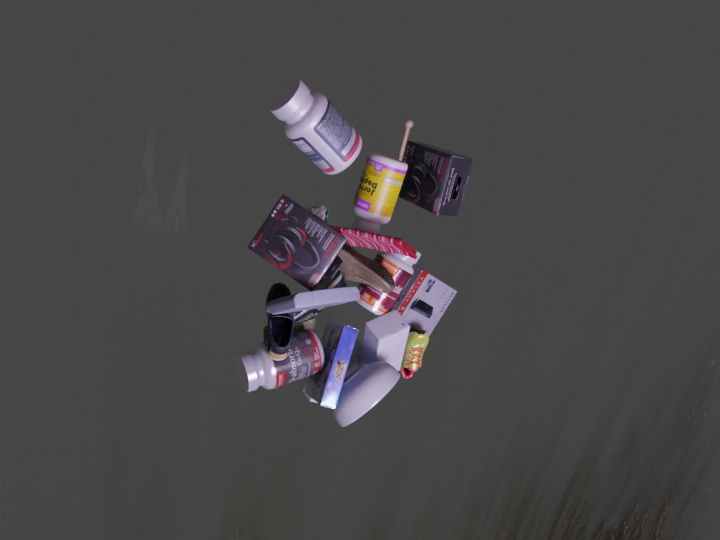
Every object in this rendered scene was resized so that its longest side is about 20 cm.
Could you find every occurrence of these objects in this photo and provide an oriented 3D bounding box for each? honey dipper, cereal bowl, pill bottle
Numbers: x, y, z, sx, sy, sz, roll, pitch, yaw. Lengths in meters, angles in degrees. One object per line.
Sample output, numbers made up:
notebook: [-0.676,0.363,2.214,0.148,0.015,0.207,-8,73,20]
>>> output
honey dipper: [0.101,-0.287,1.363,0.038,0.038,0.201,5,108,-35]
cereal bowl: [0.001,0.298,1.350,0.200,0.200,0.083,-39,87,-12]
pill bottle: [-0.099,-0.315,1.160,0.120,0.119,0.200,-51,130,-2]
pill bottle: [0.040,-0.186,1.327,0.104,0.104,0.201,7,108,-36]
pill bottle: [-0.199,0.225,1.313,0.199,0.116,0.117,-14,120,-29]
pill bottle: [0.074,0.016,1.442,0.114,0.114,0.201,28,95,-39]

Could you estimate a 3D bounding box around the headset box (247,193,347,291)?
headset box: [-0.134,-0.058,1.228,0.199,0.075,0.149,35,92,-3]

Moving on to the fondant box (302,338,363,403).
fondant box: [-0.057,0.289,1.526,0.144,0.058,0.201,24,98,-40]

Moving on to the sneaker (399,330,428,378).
sneaker: [0.161,0.252,1.585,0.078,0.091,0.201,1,139,-12]

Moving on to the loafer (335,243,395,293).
loafer: [0.000,0.000,1.367,0.068,0.200,0.076,-57,171,24]

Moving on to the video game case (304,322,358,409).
video game case: [-0.077,0.239,1.373,0.045,0.181,0.201,19,81,-15]

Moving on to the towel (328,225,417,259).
towel: [0.032,-0.069,1.296,0.145,0.199,0.023,30,74,-66]

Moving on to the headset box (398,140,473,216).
headset box: [0.188,-0.231,1.342,0.077,0.200,0.150,-1,114,-34]

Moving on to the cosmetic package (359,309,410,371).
cosmetic package: [0.063,0.211,1.451,0.101,0.071,0.201,-21,141,-26]

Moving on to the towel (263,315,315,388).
towel: [-0.186,0.211,1.415,0.148,0.036,0.201,-15,119,-28]

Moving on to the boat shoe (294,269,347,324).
boat shoe: [-0.115,0.082,1.373,0.200,0.076,0.061,-38,125,-13]

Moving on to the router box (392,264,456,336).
router box: [0.175,0.105,1.596,0.179,0.049,0.201,28,96,-39]

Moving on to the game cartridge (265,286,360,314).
game cartridge: [-0.103,0.069,1.238,0.199,0.133,0.041,-5,86,-45]

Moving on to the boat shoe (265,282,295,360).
boat shoe: [-0.191,0.114,1.275,0.074,0.201,0.062,9,146,-17]

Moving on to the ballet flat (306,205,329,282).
ballet flat: [-0.117,-0.067,1.317,0.071,0.072,0.201,-6,114,-31]
